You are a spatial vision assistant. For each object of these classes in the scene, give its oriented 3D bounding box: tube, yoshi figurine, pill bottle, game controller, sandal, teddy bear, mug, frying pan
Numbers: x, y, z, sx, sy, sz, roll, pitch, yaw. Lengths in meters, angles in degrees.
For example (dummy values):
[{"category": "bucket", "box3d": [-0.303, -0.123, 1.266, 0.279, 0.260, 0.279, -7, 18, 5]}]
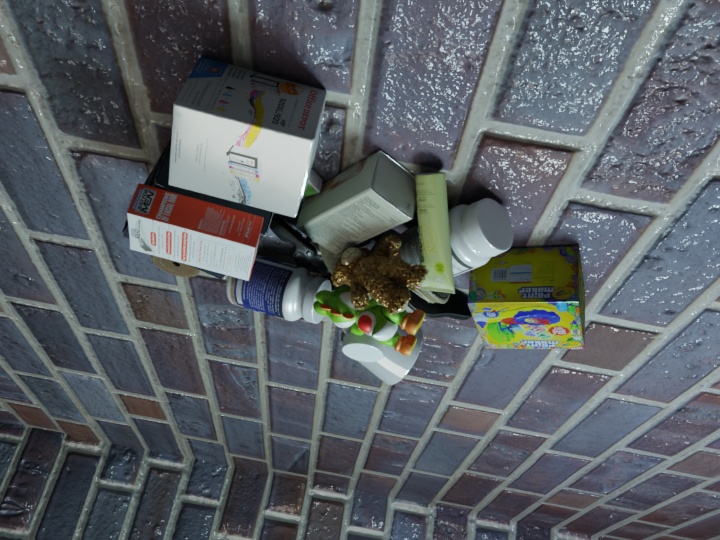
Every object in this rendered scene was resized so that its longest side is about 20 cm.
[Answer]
[{"category": "tube", "box3d": [0.123, -0.062, 1.181, 0.052, 0.201, 0.058, -4, -170, 1]}, {"category": "yoshi figurine", "box3d": [0.015, 0.077, 1.298, 0.199, 0.113, 0.112, 20, 159, 9]}, {"category": "pill bottle", "box3d": [0.163, -0.049, 1.255, 0.114, 0.114, 0.200, 31, 144, -30]}, {"category": "game controller", "box3d": [-0.123, -0.064, 1.291, 0.104, 0.042, 0.200, 50, 179, -7]}, {"category": "sandal", "box3d": [0.151, 0.072, 1.463, 0.200, 0.076, 0.048, 16, 143, -33]}, {"category": "pill bottle", "box3d": [-0.168, 0.039, 1.470, 0.199, 0.116, 0.116, 15, 152, 18]}, {"category": "teddy bear", "box3d": [0.027, 0.005, 1.218, 0.145, 0.200, 0.067, -48, 134, 6]}, {"category": "mug", "box3d": [0.030, 0.171, 1.639, 0.153, 0.150, 0.187, 31, 138, -16]}, {"category": "pill bottle", "box3d": [0.020, 0.076, 1.421, 0.112, 0.201, 0.112, 8, 150, 4]}, {"category": "frying pan", "box3d": [-0.057, -0.024, 1.454, 0.189, 0.031, 0.115, 3, 150, 19]}]

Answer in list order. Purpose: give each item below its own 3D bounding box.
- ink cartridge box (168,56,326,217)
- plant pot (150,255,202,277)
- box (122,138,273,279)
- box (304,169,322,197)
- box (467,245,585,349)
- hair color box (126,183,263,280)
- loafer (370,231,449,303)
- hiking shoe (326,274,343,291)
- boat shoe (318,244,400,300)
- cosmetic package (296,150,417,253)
[{"category": "ink cartridge box", "box3d": [-0.165, -0.199, 1.054, 0.199, 0.148, 0.145, 14, 132, -5]}, {"category": "plant pot", "box3d": [-0.364, -0.051, 1.443, 0.200, 0.093, 0.201, 9, 149, 5]}, {"category": "box", "box3d": [-0.275, -0.107, 1.224, 0.199, 0.124, 0.196, 26, 147, -22]}, {"category": "box", "box3d": [-0.187, -0.167, 1.251, 0.199, 0.036, 0.144, -11, 143, 34]}, {"category": "box", "box3d": [0.327, 0.057, 1.370, 0.199, 0.123, 0.193, -2, 148, 21]}, {"category": "hair color box", "box3d": [-0.262, -0.059, 1.124, 0.199, 0.064, 0.111, 15, 149, -7]}, {"category": "loafer", "box3d": [0.099, -0.003, 1.396, 0.200, 0.076, 0.067, 41, 147, -21]}, {"category": "hiking shoe", "box3d": [-0.072, 0.068, 1.560, 0.199, 0.076, 0.101, -21, 134, 40]}, {"category": "boat shoe", "box3d": [0.000, 0.000, 1.352, 0.200, 0.062, 0.075, 43, 133, 7]}, {"category": "cosmetic package", "box3d": [-0.007, -0.114, 1.228, 0.103, 0.088, 0.200, 34, 143, -31]}]
